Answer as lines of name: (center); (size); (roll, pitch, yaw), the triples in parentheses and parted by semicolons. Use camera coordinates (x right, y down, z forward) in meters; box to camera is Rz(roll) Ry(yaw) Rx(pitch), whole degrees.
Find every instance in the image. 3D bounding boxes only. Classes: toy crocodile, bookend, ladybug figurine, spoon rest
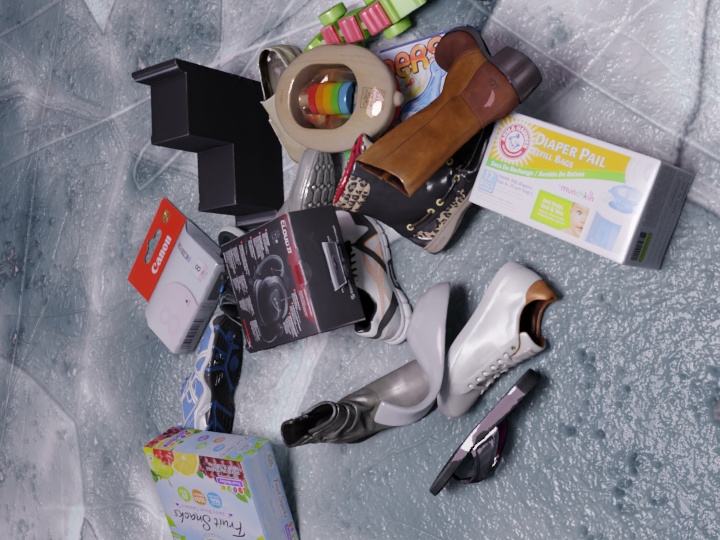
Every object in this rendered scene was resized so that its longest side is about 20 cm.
toy crocodile: (0.001, -0.319, 1.239); (0.199, 0.062, 0.068); (-15, 114, 40)
bookend: (-0.206, -0.166, 1.322); (0.091, 0.198, 0.202); (-7, 84, 37)
ladybug figurine: (-0.021, -0.216, 1.217); (0.199, 0.072, 0.137); (13, 97, 38)
spoon rest: (0.075, 0.098, 1.121); (0.060, 0.201, 0.100); (22, 141, 3)

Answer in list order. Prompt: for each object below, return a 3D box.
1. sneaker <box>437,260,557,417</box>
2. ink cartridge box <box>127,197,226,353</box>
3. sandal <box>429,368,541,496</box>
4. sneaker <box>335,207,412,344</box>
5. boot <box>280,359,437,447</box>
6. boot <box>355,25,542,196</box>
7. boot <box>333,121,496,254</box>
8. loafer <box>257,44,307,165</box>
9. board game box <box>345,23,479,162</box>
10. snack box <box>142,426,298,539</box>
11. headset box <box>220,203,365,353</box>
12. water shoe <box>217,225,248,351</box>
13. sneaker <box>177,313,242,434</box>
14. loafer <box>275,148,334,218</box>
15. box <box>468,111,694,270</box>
sneaker: (0.157, 0.095, 1.105); (0.084, 0.072, 0.201); (36, 107, 36)
ink cartridge box: (-0.294, 0.005, 1.476); (0.200, 0.057, 0.164); (38, 110, 28)
sandal: (0.148, 0.201, 1.111); (0.048, 0.075, 0.201); (42, 113, 12)
sneaker: (0.000, 0.000, 1.230); (0.074, 0.080, 0.201); (-40, 63, 30)
boot: (0.003, 0.171, 1.184); (0.199, 0.130, 0.068); (-36, 67, 30)
boot: (0.079, -0.174, 1.069); (0.200, 0.069, 0.188); (-41, 42, -4)
boot: (0.067, -0.123, 1.127); (0.074, 0.149, 0.201); (-86, 20, -53)
loafer: (-0.099, -0.224, 1.325); (0.075, 0.068, 0.202); (-32, 69, 32)
board game box: (0.064, -0.219, 1.220); (0.198, 0.034, 0.137); (-9, 82, 37)
snack box: (-0.194, 0.313, 1.334); (0.198, 0.068, 0.170); (1, 112, 39)
headset box: (-0.083, 0.012, 1.204); (0.199, 0.077, 0.150); (-21, 84, 52)
water shoe: (-0.167, 0.021, 1.344); (0.201, 0.078, 0.072); (57, 153, 25)
sneaker: (-0.225, 0.159, 1.395); (0.076, 0.075, 0.202); (13, 94, 33)
loafer: (-0.085, -0.074, 1.296); (0.069, 0.070, 0.202); (26, 111, 33)
box: (0.235, -0.090, 1.038); (0.199, 0.101, 0.114); (26, 102, 36)
